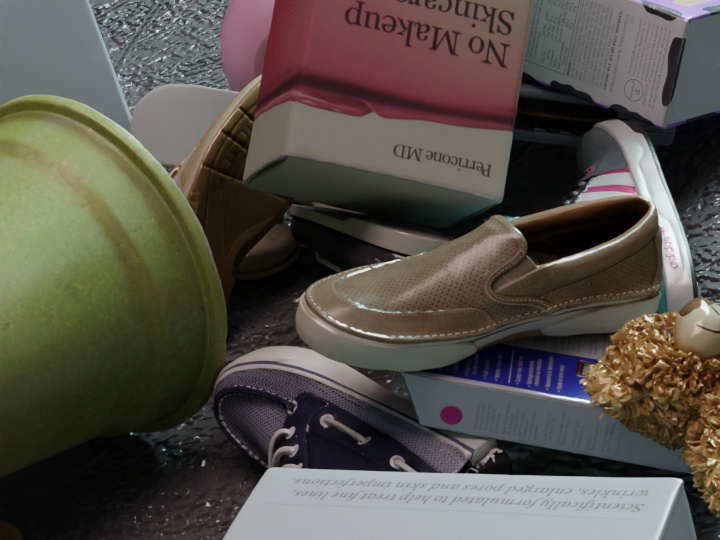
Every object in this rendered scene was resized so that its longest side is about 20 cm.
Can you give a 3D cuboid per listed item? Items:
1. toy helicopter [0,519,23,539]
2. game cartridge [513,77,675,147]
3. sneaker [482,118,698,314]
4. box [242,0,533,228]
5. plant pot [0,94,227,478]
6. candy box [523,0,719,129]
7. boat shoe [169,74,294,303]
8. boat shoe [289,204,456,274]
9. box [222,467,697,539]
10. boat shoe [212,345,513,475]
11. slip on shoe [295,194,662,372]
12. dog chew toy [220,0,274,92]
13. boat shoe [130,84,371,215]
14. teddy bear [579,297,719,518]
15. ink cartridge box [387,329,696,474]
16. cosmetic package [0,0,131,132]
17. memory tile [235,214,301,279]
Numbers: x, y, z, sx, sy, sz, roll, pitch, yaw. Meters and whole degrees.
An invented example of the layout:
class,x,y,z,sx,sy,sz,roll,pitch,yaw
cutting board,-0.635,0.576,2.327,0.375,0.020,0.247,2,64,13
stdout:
class,x,y,z,sx,sy,sz,roll,pitch,yaw
toy helicopter,-0.271,0.135,1.255,0.200,0.079,0.132,16,36,25
game cartridge,0.081,-0.117,1.439,0.200,0.042,0.133,5,26,-14
sneaker,0.111,-0.015,1.303,0.121,0.084,0.200,-7,31,-2
box,0.021,-0.137,1.303,0.128,0.200,0.109,11,-10,-14
plant pot,-0.204,0.034,1.229,0.200,0.201,0.184,10,31,38
candy box,0.152,-0.161,1.434,0.200,0.072,0.168,24,25,32
boat shoe,-0.097,-0.032,1.386,0.069,0.074,0.200,9,65,50
boat shoe,0.000,0.000,1.337,0.073,0.063,0.200,9,3,-18
box,0.028,0.191,0.949,0.199,0.131,0.200,0,34,26
boat shoe,-0.023,0.099,1.178,0.200,0.075,0.093,14,35,41
slip on shoe,0.062,0.002,1.152,0.200,0.061,0.076,-5,32,-23
dog chew toy,-0.025,-0.169,1.590,0.124,0.125,0.200,-10,23,11
boat shoe,-0.042,-0.074,1.450,0.200,0.064,0.071,14,82,22
teddy bear,0.201,0.074,1.073,0.145,0.067,0.200,-22,51,-28
ink cartridge box,0.090,0.050,1.170,0.200,0.037,0.095,12,29,2
cosmetic package,-0.278,-0.122,1.572,0.167,0.166,0.200,-30,28,-24
memory tile,-0.141,-0.007,1.475,0.200,0.017,0.153,-20,30,-5
